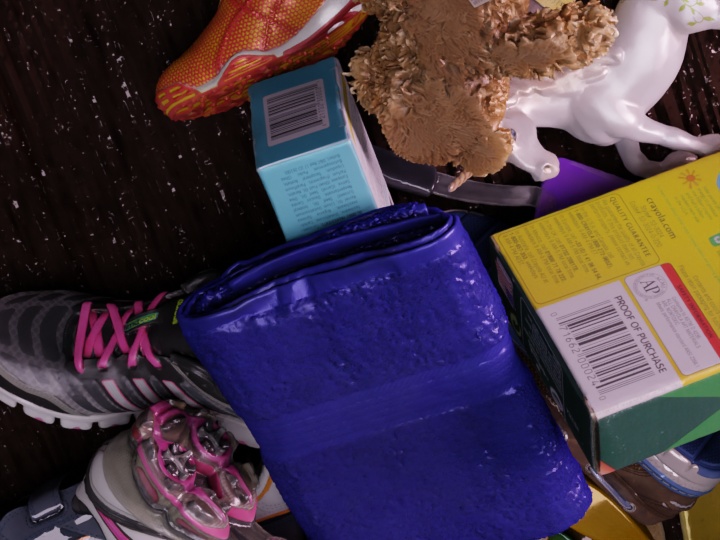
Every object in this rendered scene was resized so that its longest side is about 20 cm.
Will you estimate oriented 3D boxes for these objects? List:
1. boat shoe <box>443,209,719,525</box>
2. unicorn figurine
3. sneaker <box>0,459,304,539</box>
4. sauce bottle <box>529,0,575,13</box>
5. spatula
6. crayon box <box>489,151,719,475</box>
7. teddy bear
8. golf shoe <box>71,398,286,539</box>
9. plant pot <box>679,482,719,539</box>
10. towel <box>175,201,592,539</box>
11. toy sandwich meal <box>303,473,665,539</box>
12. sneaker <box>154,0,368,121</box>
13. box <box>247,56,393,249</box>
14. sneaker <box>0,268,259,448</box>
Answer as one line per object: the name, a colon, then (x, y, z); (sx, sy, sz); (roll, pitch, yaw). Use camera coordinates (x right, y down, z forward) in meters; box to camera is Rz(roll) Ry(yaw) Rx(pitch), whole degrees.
boat shoe: (0.097, 0.055, 1.356); (0.200, 0.072, 0.072); (45, 124, 8)
unicorn figurine: (0.141, -0.096, 1.325); (0.137, 0.074, 0.201); (30, 88, -13)
sneaker: (-0.128, 0.126, 1.384); (0.199, 0.078, 0.080); (-1, 102, 1)
sauce bottle: (0.081, -0.154, 1.300); (0.065, 0.065, 0.200); (41, 103, -14)
spatula: (0.054, -0.043, 1.355); (0.199, 0.021, 0.057); (14, 68, -1)
crayon box: (0.178, 0.008, 1.276); (0.199, 0.127, 0.051); (-19, 140, -9)
teddy bear: (0.048, -0.140, 1.216); (0.144, 0.067, 0.201); (1, 130, 21)
golf shoe: (-0.067, 0.165, 1.310); (0.092, 0.072, 0.200); (-40, 79, 34)
plant pot: (0.274, 0.121, 1.353); (0.141, 0.200, 0.201); (-10, 111, -23)
towel: (0.016, 0.062, 1.285); (0.147, 0.050, 0.201); (-17, 125, 16)
toy sandwich meal: (0.069, 0.165, 1.407); (0.204, 0.070, 0.206); (-1, 109, -2)
sneaker: (-0.029, -0.149, 1.306); (0.200, 0.073, 0.077); (-40, 79, 12)
box: (0.000, 0.000, 1.317); (0.049, 0.082, 0.201); (-18, 124, 6)
sneaker: (-0.101, 0.036, 1.336); (0.199, 0.074, 0.088); (10, 145, -4)
